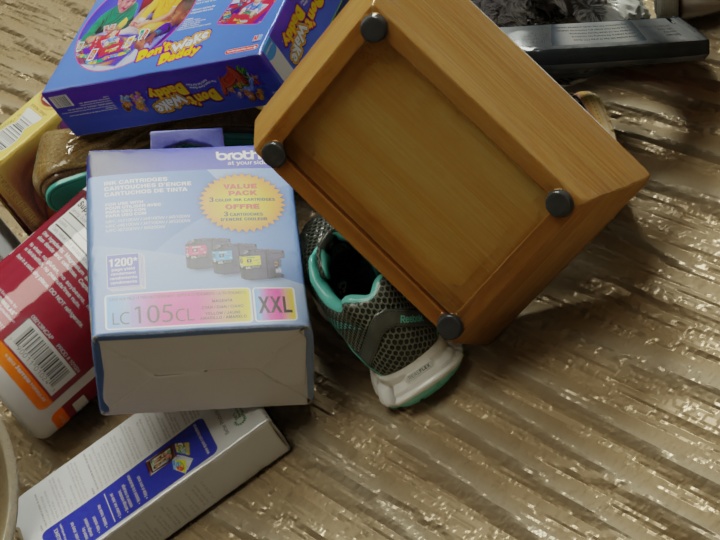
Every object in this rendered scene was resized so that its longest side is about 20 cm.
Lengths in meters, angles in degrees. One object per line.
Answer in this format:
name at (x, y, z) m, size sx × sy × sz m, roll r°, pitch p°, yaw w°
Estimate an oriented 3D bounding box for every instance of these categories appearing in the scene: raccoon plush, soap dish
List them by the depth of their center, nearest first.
soap dish at (0.044, -0.067, 1.321) m, size 0.157 × 0.200 × 0.081 m, roll -47°, pitch -2°, yaw 32°
raccoon plush at (0.150, -0.222, 1.601) m, size 0.199 × 0.097 × 0.134 m, roll 34°, pitch 55°, yaw 25°

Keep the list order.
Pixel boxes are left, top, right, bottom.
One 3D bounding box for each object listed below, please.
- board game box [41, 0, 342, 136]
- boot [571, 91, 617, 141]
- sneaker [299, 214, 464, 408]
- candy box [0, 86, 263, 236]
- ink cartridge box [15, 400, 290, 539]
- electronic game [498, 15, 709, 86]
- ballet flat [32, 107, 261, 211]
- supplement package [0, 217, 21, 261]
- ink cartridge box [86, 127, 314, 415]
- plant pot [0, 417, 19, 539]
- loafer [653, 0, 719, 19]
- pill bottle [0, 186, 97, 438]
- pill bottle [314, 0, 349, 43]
board game box at (-0.110, -0.167, 1.561) m, size 0.199 × 0.045 × 0.135 m, roll -6°, pitch 46°, yaw 37°
boot at (0.072, -0.058, 1.416) m, size 0.165 × 0.073 × 0.200 m, roll -21°, pitch 17°, yaw -6°
sneaker at (0.000, 0.000, 1.417) m, size 0.077 × 0.091 × 0.200 m, roll -36°, pitch 32°, yaw -2°
candy box at (-0.180, -0.102, 1.689) m, size 0.200 × 0.117 × 0.056 m, roll -43°, pitch 33°, yaw -9°
ink cartridge box at (-0.144, 0.136, 1.431) m, size 0.199 × 0.037 × 0.095 m, roll -34°, pitch 34°, yaw -1°
electronic game at (0.121, -0.137, 1.433) m, size 0.198 × 0.042 × 0.200 m, roll -3°, pitch 5°, yaw 0°
ballet flat at (-0.140, -0.095, 1.628) m, size 0.199 × 0.068 × 0.073 m, roll -13°, pitch 59°, yaw -5°
supplement package at (-0.320, -0.016, 1.631) m, size 0.109 × 0.200 × 0.114 m, roll -35°, pitch 33°, yaw 1°
ink cartridge box at (-0.105, -0.008, 1.436) m, size 0.135 × 0.077 × 0.201 m, roll -3°, pitch 43°, yaw -6°
plant pot at (-0.341, 0.150, 1.455) m, size 0.201 × 0.200 × 0.183 m, roll -52°, pitch 13°, yaw -23°
loafer at (0.230, -0.241, 1.544) m, size 0.062 × 0.072 × 0.201 m, roll -1°, pitch 47°, yaw 8°
pill bottle at (-0.181, 0.011, 1.551) m, size 0.200 × 0.113 × 0.113 m, roll -42°, pitch 33°, yaw -10°
pill bottle at (-0.015, -0.149, 1.599) m, size 0.112 × 0.112 × 0.200 m, roll -33°, pitch 33°, yaw 5°
